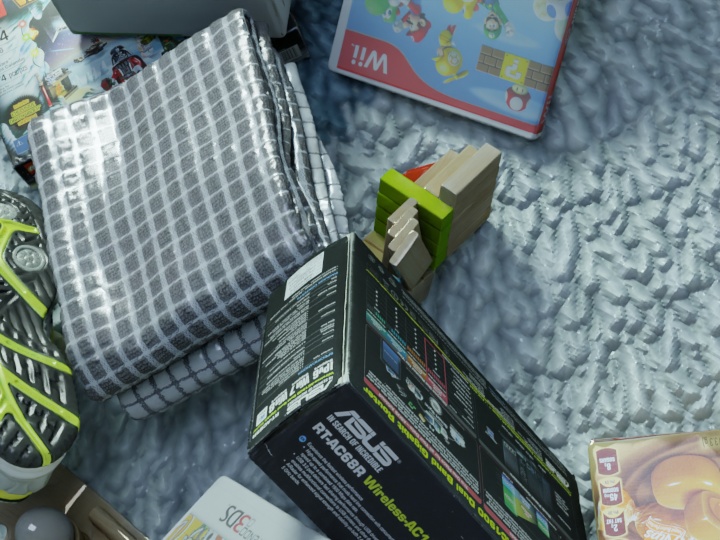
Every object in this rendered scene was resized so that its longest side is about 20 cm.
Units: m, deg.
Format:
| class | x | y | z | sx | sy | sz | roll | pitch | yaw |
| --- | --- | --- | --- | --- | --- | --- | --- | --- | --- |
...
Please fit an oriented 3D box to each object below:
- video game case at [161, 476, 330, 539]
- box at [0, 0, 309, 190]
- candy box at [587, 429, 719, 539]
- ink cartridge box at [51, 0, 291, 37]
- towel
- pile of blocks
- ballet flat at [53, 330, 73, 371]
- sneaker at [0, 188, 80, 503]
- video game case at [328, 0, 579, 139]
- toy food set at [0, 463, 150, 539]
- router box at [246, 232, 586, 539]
| class | x | y | z | sx | sy | sz | roll | pitch | yaw |
| --- | --- | --- | --- | --- | --- | --- | --- | --- | --- |
| video game case | -0.103 | 0.188 | 0.734 | 0.023 | 0.182 | 0.200 | 46 | 77 | -16 |
| box | -0.149 | -0.156 | 1.015 | 0.199 | 0.040 | 0.137 | -26 | 66 | 0 |
| candy box | 0.185 | 0.184 | 0.810 | 0.115 | 0.055 | 0.201 | -7 | 68 | 8 |
| ink cartridge box | -0.108 | -0.252 | 0.977 | 0.144 | 0.088 | 0.201 | 3 | 66 | 13 |
| towel | -0.099 | -0.038 | 0.896 | 0.165 | 0.085 | 0.201 | -31 | 55 | 18 |
| pile of blocks | 0.000 | 0.000 | 0.903 | 0.062 | 0.082 | 0.200 | 33 | 79 | 20 |
| ballet flat | -0.272 | 0.070 | 0.940 | 0.199 | 0.070 | 0.070 | -15 | 67 | 5 |
| sneaker | -0.209 | 0.038 | 0.895 | 0.075 | 0.077 | 0.201 | 7 | 49 | -25 |
| video game case | 0.068 | -0.195 | 0.940 | 0.142 | 0.017 | 0.201 | 21 | 110 | 18 |
| toy food set | -0.158 | 0.204 | 0.852 | 0.200 | 0.060 | 0.144 | 33 | 78 | 35 |
| router box | 0.034 | 0.097 | 0.772 | 0.062 | 0.150 | 0.200 | -36 | 110 | 17 |
